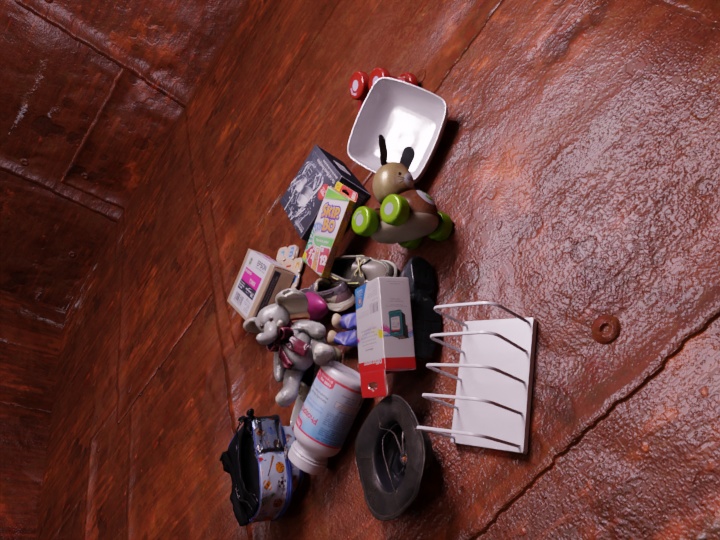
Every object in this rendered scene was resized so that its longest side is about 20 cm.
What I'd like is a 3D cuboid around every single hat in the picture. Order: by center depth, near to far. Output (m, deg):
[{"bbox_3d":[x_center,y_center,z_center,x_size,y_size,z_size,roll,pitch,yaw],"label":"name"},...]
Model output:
[{"bbox_3d":[0.071,0.314,0.916,0.199,0.079,0.208,-24,61,54],"label":"hat"}]

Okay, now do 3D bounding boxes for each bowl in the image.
[{"bbox_3d":[0.087,-0.299,1.195,0.196,0.074,0.205,27,94,22],"label":"bowl"}]

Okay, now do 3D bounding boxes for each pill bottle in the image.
[{"bbox_3d":[-0.068,0.293,1.080,0.108,0.107,0.205,27,91,52],"label":"pill bottle"}]

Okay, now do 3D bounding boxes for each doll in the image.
[{"bbox_3d":[0.019,0.124,1.116,0.196,0.048,0.140,-11,55,40],"label":"doll"}]

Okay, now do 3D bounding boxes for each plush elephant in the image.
[{"bbox_3d":[-0.155,0.134,1.106,0.165,0.153,0.202,-46,21,23],"label":"plush elephant"}]

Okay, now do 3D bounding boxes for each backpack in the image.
[{"bbox_3d":[-0.206,0.425,1.138,0.202,0.150,0.194,121,148,-41],"label":"backpack"}]

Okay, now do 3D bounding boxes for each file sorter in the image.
[{"bbox_3d":[0.178,0.161,0.842,0.136,0.123,0.206,-9,63,46],"label":"file sorter"}]

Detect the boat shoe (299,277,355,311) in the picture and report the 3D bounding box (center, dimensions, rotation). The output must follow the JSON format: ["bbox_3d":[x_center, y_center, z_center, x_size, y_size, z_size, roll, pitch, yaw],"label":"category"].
[{"bbox_3d":[-0.085,0.049,1.246,0.197,0.071,0.067,4,116,53],"label":"boat shoe"}]

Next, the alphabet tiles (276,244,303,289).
[{"bbox_3d":[-0.219,0.032,1.482,0.193,0.014,0.206,-8,65,51],"label":"alphabet tiles"}]

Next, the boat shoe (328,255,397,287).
[{"bbox_3d":[-0.001,0.003,1.195,0.199,0.059,0.074,2,72,51],"label":"boat shoe"}]

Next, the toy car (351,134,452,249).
[{"bbox_3d":[0.080,-0.164,1.073,0.155,0.161,0.207,-15,71,44],"label":"toy car"}]

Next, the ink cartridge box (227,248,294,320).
[{"bbox_3d":[-0.275,0.048,1.472,0.198,0.074,0.169,25,93,56],"label":"ink cartridge box"}]

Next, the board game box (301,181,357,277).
[{"bbox_3d":[-0.071,-0.097,1.238,0.095,0.029,0.205,36,107,47],"label":"board game box"}]

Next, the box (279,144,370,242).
[{"bbox_3d":[-0.096,-0.184,1.377,0.184,0.103,0.201,-54,39,15],"label":"box"}]

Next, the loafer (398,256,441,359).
[{"bbox_3d":[0.106,0.078,1.028,0.072,0.071,0.205,-42,36,48],"label":"loafer"}]

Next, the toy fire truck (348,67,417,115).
[{"bbox_3d":[0.053,-0.396,1.326,0.198,0.109,0.174,18,109,52],"label":"toy fire truck"}]

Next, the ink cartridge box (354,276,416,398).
[{"bbox_3d":[0.044,0.125,0.989,0.116,0.065,0.207,150,119,-64],"label":"ink cartridge box"}]

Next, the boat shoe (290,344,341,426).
[{"bbox_3d":[-0.115,0.255,1.191,0.074,0.067,0.205,18,85,53],"label":"boat shoe"}]

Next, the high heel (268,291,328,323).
[{"bbox_3d":[-0.154,0.101,1.224,0.095,0.069,0.197,-33,13,-37],"label":"high heel"}]
